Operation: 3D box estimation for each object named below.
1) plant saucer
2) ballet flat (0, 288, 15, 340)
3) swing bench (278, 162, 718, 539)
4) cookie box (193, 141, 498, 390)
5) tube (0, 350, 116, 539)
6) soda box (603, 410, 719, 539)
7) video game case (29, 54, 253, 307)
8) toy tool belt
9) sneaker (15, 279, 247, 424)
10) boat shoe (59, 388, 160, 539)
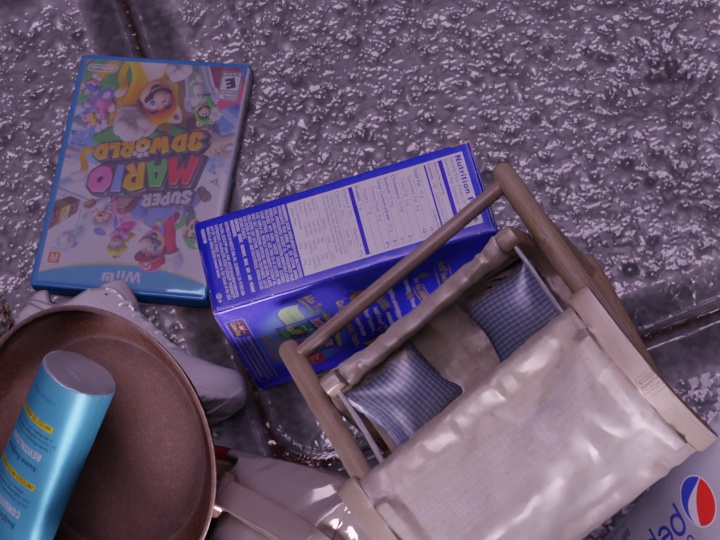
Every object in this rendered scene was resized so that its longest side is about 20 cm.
[{"bbox_3d":[-0.172,0.120,1.296,0.199,0.037,0.202,5,101,28],"label":"plant saucer"},{"bbox_3d":[-0.273,0.074,1.382,0.064,0.200,0.076,27,52,-10],"label":"ballet flat"},{"bbox_3d":[0.081,0.079,1.213,0.199,0.130,0.200,-40,38,11],"label":"swing bench"},{"bbox_3d":[0.000,0.000,1.364,0.198,0.171,0.076,-16,68,2],"label":"cookie box"},{"bbox_3d":[-0.219,0.149,1.275,0.077,0.050,0.201,43,117,39],"label":"tube"},{"bbox_3d":[0.224,0.158,1.239,0.068,0.200,0.064,-11,60,-32],"label":"soda box"},{"bbox_3d":[-0.169,-0.073,1.507,0.142,0.018,0.202,5,68,11],"label":"video game case"},{"bbox_3d":[-0.067,0.189,1.317,0.199,0.124,0.124,8,83,40],"label":"toy tool belt"},{"bbox_3d":[-0.172,0.054,1.423,0.198,0.078,0.100,11,66,13],"label":"sneaker"},{"bbox_3d":[-0.193,0.144,1.369,0.200,0.059,0.072,-42,74,28],"label":"boat shoe"}]
